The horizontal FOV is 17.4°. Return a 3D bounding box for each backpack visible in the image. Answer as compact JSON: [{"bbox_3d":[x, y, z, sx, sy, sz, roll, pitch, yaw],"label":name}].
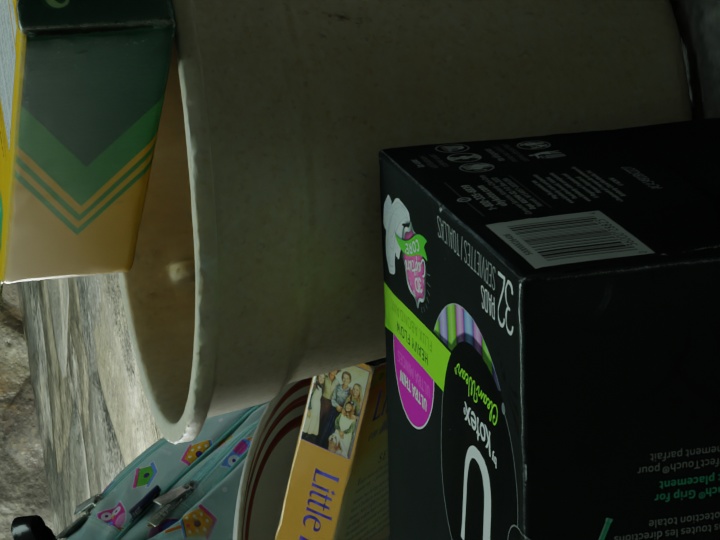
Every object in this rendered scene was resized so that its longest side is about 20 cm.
[{"bbox_3d":[-0.060,0.148,1.207,0.167,0.200,0.127,54,158,-22],"label":"backpack"}]

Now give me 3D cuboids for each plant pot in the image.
[{"bbox_3d":[0.012,-0.047,0.841,0.200,0.183,0.200,175,90,-77],"label":"plant pot"}]

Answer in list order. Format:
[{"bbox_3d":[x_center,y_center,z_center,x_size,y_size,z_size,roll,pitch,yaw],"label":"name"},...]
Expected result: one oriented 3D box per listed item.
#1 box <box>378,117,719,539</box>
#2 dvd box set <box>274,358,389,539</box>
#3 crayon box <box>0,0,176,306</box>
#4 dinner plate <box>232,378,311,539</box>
[{"bbox_3d":[0.083,0.070,0.725,0.149,0.124,0.200,-131,37,-67],"label":"box"},{"bbox_3d":[0.004,0.107,1.000,0.146,0.029,0.200,-29,-44,-61],"label":"dvd box set"},{"bbox_3d":[-0.106,-0.082,0.813,0.200,0.052,0.126,112,150,-61],"label":"crayon box"},{"bbox_3d":[-0.014,0.144,1.104,0.200,0.024,0.200,22,-116,-59],"label":"dinner plate"}]
